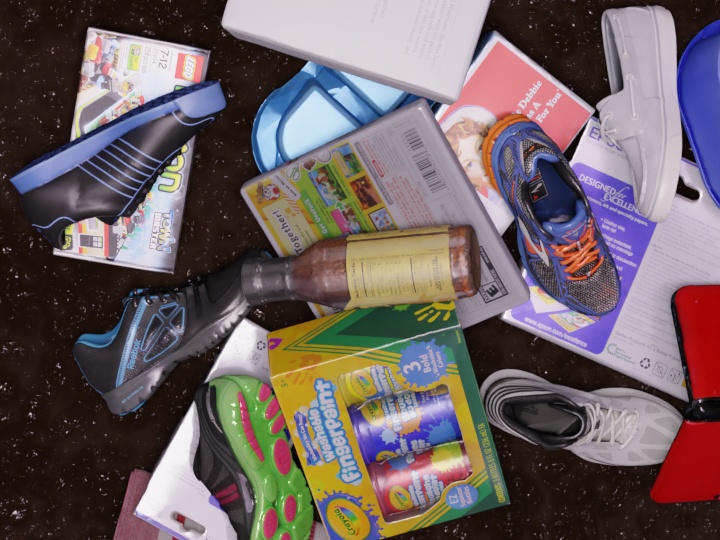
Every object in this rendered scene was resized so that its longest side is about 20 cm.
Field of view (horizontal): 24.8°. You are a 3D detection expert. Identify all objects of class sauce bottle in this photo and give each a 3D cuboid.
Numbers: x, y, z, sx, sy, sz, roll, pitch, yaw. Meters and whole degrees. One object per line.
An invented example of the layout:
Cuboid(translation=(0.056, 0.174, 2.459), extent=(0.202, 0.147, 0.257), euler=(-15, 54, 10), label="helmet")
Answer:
Cuboid(translation=(0.000, 0.000, 1.375), extent=(0.199, 0.066, 0.066), euler=(-4, 100, 16), label="sauce bottle")

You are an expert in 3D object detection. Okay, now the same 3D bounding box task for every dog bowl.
Cuboid(translation=(-0.010, -0.150, 1.436), extent=(0.111, 0.050, 0.200), euler=(41, 93, -9), label="dog bowl")

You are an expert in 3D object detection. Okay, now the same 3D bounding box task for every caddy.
Cuboid(translation=(0.359, -0.133, 1.435), extent=(0.141, 0.105, 0.201), euler=(-17, 85, -14), label="caddy")

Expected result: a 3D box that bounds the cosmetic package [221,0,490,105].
Cuboid(translation=(0.015, -0.260, 1.336), extent=(0.199, 0.123, 0.200), euler=(18, 94, 1), label="cosmetic package")

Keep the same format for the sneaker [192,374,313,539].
Cuboid(translation=(-0.097, 0.181, 1.417), extent=(0.077, 0.084, 0.201), euler=(-21, 109, -40), label="sneaker")

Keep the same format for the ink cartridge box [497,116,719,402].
Cuboid(translation=(0.250, -0.010, 1.476), extent=(0.197, 0.043, 0.201), euler=(24, 92, -8), label="ink cartridge box")

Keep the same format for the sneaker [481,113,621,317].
Cuboid(translation=(0.168, -0.036, 1.391), extent=(0.075, 0.078, 0.200), euler=(-36, 115, -3), label="sneaker")

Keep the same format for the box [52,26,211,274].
Cuboid(translation=(-0.201, -0.105, 1.437), extent=(0.109, 0.035, 0.201), euler=(9, 98, -5), label="box")

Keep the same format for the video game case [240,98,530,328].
Cuboid(translation=(0.022, -0.025, 1.405), extent=(0.181, 0.023, 0.200), euler=(-24, 110, 21), label="video game case")

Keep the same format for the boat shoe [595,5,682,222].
Cuboid(translation=(0.237, -0.139, 1.416), extent=(0.068, 0.072, 0.201), euler=(3, 76, -4), label="boat shoe")

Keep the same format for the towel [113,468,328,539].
Cuboid(translation=(-0.123, 0.262, 1.456), extent=(0.199, 0.144, 0.023), euler=(17, 136, -9), label="towel")

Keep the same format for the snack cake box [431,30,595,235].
Cuboid(translation=(0.099, -0.097, 1.442), extent=(0.115, 0.067, 0.200), euler=(37, 95, -7), label="snack cake box")

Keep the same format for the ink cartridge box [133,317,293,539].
Cuboid(translation=(-0.115, 0.151, 1.464), extent=(0.099, 0.039, 0.201), euler=(31, 83, -8), label="ink cartridge box")

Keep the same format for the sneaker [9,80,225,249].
Cuboid(translation=(-0.195, -0.090, 1.391), extent=(0.199, 0.070, 0.078), euler=(-26, 104, 6), label="sneaker")

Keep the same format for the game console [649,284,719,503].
Cuboid(translation=(0.357, 0.110, 1.486), extent=(0.199, 0.119, 0.173), euler=(0, 70, -23), label="game console")

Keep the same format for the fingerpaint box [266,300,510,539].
Cuboid(translation=(0.026, 0.131, 1.417), extent=(0.166, 0.073, 0.201), euler=(-15, 121, 3), label="fingerpaint box")

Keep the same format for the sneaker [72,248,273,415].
Cuboid(translation=(-0.164, 0.040, 1.443), extent=(0.200, 0.073, 0.082), euler=(-40, 99, 2), label="sneaker")

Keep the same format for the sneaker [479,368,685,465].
Cuboid(translation=(0.208, 0.145, 1.462), extent=(0.199, 0.115, 0.076), euler=(12, 98, -6), label="sneaker")
